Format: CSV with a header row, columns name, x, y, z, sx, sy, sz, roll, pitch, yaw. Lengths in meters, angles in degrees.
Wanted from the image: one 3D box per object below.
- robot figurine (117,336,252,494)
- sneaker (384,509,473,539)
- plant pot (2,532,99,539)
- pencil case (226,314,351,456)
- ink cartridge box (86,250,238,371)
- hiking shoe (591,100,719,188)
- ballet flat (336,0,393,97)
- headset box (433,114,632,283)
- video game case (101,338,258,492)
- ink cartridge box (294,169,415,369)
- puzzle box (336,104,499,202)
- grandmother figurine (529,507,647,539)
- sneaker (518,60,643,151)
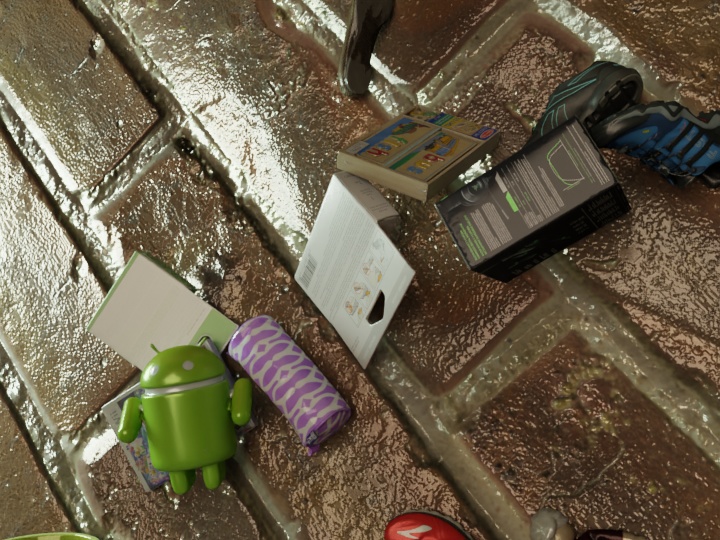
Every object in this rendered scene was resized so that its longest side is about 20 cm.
name,x,y,z,sx,sy,sz,roll,pitch,yaw
robot figurine,-0.230,0.192,1.066,0.175,0.116,0.201,-8,90,0
sneaker,0.113,0.347,0.941,0.200,0.085,0.077,23,87,25
plant pot,-0.459,0.485,1.099,0.200,0.200,0.185,-4,88,21
pencil case,-0.098,0.151,1.078,0.200,0.084,0.086,48,121,25
ink cartridge box,-0.292,0.084,1.189,0.200,0.048,0.146,34,92,9
hiking shoe,0.358,-0.140,0.910,0.199,0.074,0.087,-1,76,-21
ballet flat,0.002,-0.351,1.168,0.046,0.067,0.201,4,81,56
headset box,0.204,-0.071,0.944,0.200,0.174,0.093,-33,73,18
video game case,-0.262,0.210,1.144,0.200,0.018,0.143,-33,83,13
ink cartridge box,0.000,0.000,1.026,0.176,0.045,0.200,51,139,24
puzzle box,0.079,-0.157,1.028,0.133,0.200,0.025,24,129,24
grandmother figurine,0.274,0.344,0.895,0.200,0.061,0.121,36,65,28
sneaker,0.266,-0.189,1.022,0.200,0.075,0.079,-41,44,10
